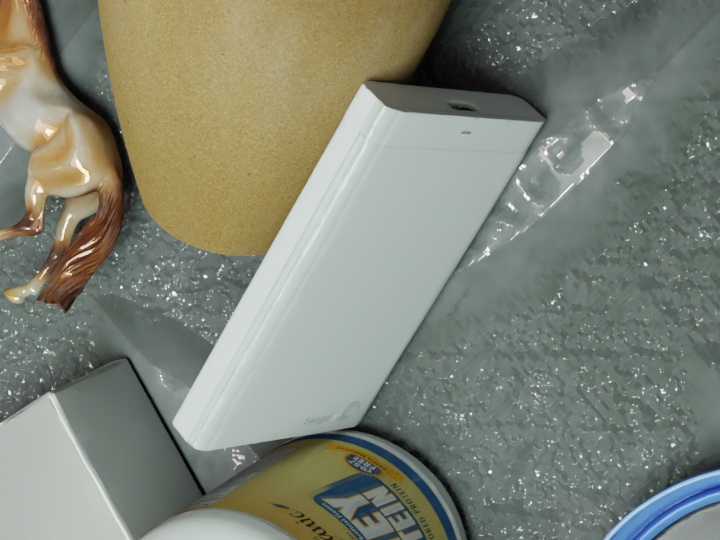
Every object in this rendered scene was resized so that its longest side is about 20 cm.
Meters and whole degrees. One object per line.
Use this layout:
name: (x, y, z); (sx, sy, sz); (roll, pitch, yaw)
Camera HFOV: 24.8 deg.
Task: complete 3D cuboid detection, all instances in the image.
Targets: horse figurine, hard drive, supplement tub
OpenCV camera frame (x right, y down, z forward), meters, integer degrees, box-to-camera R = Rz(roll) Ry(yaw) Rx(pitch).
horse figurine: (-0.191, -0.071, 0.926); (0.132, 0.050, 0.200); (-42, 73, 10)
hard drive: (0.000, 0.000, 0.808); (0.026, 0.131, 0.201); (44, 117, 29)
supplement tub: (-0.042, 0.175, 0.830); (0.143, 0.200, 0.146); (6, 105, 24)

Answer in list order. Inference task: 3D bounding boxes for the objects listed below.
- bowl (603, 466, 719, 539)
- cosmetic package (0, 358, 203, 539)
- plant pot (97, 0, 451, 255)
bowl: (0.195, 0.193, 0.778); (0.199, 0.039, 0.203); (-1, 85, 16)
cosmetic package: (-0.143, 0.166, 0.945); (0.106, 0.090, 0.201); (-29, 86, 29)
plant pot: (-0.049, -0.111, 0.793); (0.185, 0.186, 0.201); (29, 130, 17)
